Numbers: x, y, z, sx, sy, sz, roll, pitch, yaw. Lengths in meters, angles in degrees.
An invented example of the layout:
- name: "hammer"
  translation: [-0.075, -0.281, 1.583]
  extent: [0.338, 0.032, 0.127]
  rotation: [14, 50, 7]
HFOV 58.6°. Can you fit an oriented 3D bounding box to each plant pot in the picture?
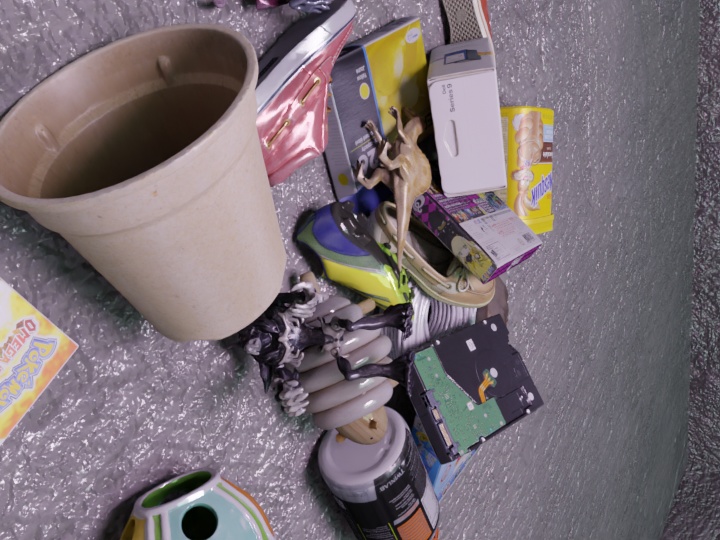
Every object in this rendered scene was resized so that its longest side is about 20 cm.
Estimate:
- name: "plant pot"
  translation: [-0.142, -0.051, 0.497]
  extent: [0.202, 0.196, 0.186]
  rotation: [-55, 145, -30]

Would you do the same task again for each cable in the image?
- name: "cable"
  translation: [0.098, 0.062, 0.910]
  extent: [0.197, 0.068, 0.207]
  rotation: [-6, 102, -51]

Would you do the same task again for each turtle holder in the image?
- name: "turtle holder"
  translation: [-0.164, 0.263, 0.570]
  extent: [0.180, 0.141, 0.136]
  rotation: [-16, 95, -8]

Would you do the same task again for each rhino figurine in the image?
- name: "rhino figurine"
  translation: [0.211, 0.047, 1.037]
  extent: [0.203, 0.058, 0.089]
  rotation: [-75, 156, -48]

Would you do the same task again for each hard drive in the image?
- name: "hard drive"
  translation: [0.147, 0.149, 0.845]
  extent: [0.197, 0.038, 0.143]
  rotation: [-15, 75, -42]

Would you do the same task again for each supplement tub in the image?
- name: "supplement tub"
  translation: [0.031, 0.281, 0.817]
  extent: [0.123, 0.120, 0.204]
  rotation: [-48, 132, -35]

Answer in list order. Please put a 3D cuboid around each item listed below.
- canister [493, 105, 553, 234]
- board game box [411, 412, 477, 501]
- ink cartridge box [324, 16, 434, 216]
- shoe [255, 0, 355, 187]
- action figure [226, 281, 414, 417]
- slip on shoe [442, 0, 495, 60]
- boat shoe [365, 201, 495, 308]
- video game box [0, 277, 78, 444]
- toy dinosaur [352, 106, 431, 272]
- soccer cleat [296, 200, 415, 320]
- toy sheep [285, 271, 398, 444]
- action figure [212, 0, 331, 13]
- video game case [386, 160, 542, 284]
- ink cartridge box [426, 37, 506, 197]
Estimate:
- name: "canister"
  translation: [0.272, -0.168, 1.084]
  extent: [0.147, 0.085, 0.207]
  rotation: [-13, 105, -51]
- name: "board game box"
  translation: [0.137, 0.236, 0.945]
  extent: [0.199, 0.055, 0.200]
  rotation: [-35, 144, -44]
- name: "ink cartridge box"
  translation: [0.027, -0.182, 0.795]
  extent: [0.197, 0.046, 0.205]
  rotation: [-42, 126, -41]
- name: "shoe"
  translation: [-0.057, -0.181, 0.651]
  extent: [0.202, 0.071, 0.092]
  rotation: [-52, 126, -21]
- name: "action figure"
  translation: [-0.047, 0.067, 0.607]
  extent: [0.102, 0.193, 0.123]
  rotation: [-25, 115, -80]
- name: "slip on shoe"
  translation: [0.161, -0.342, 0.923]
  extent: [0.061, 0.073, 0.205]
  rotation: [-37, 119, -45]
- name: "boat shoe"
  translation: [0.095, -0.019, 0.814]
  extent: [0.198, 0.063, 0.074]
  rotation: [32, 58, -10]
- name: "video game box"
  translation: [-0.308, 0.072, 0.399]
  extent: [0.203, 0.046, 0.184]
  rotation: [-59, 139, -27]
- name: "toy dinosaur"
  translation: [0.045, -0.111, 0.737]
  extent: [0.099, 0.057, 0.206]
  rotation: [19, 71, -37]
- name: "soccer cleat"
  translation: [0.000, -0.001, 0.763]
  extent: [0.201, 0.082, 0.066]
  rotation: [49, 26, -37]
- name: "toy sheep"
  translation: [-0.023, 0.098, 0.715]
  extent: [0.136, 0.137, 0.204]
  rotation: [-22, 85, -48]
- name: "action figure"
  translation: [-0.085, -0.350, 0.604]
  extent: [0.144, 0.134, 0.206]
  rotation: [-11, 94, -7]
- name: "video game case"
  translation: [0.143, -0.075, 0.853]
  extent: [0.036, 0.182, 0.199]
  rotation: [-51, 164, 29]
- name: "ink cartridge box"
  translation: [0.139, -0.205, 0.837]
  extent: [0.201, 0.085, 0.149]
  rotation: [-71, 151, -60]
